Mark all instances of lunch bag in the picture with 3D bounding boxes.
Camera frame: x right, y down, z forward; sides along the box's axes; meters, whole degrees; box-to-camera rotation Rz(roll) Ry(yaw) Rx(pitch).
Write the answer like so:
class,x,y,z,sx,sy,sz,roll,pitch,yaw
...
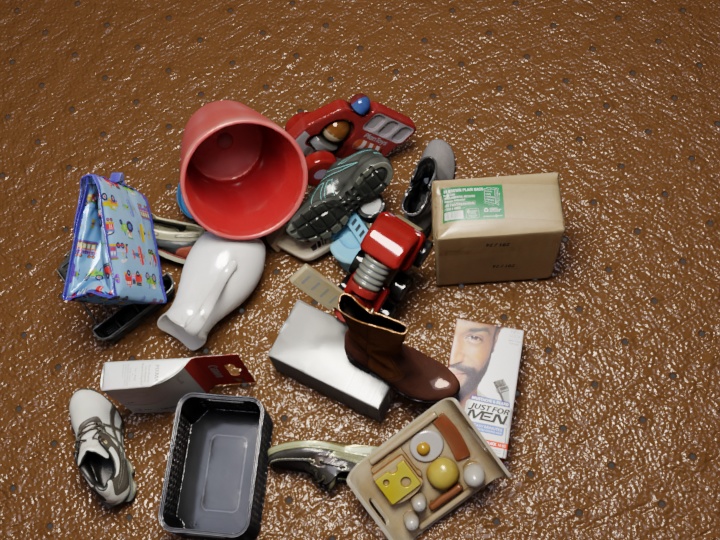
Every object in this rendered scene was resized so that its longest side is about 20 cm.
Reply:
class,x,y,z,sx,sy,sz,roll,pitch,yaw
lunch bag,-0.372,-0.052,1.280,0.093,0.150,0.203,-3,84,16

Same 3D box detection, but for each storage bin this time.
class,x,y,z,sx,sy,sz,roll,pitch,yaw
storage bin,-0.212,0.296,1.250,0.133,0.094,0.203,3,68,5

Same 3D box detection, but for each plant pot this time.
class,x,y,z,sx,sy,sz,roll,pitch,yaw
plant pot,-0.201,-0.176,1.329,0.198,0.202,0.178,-24,35,-7

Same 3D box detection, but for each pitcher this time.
class,x,y,z,sx,sy,sz,roll,pitch,yaw
pitcher,-0.229,0.021,1.328,0.121,0.171,0.201,37,72,-17

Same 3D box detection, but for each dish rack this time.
class,x,y,z,sx,sy,sz,roll,pitch,yaw
dish rack,-0.417,0.012,1.403,0.153,0.055,0.200,-38,69,-13

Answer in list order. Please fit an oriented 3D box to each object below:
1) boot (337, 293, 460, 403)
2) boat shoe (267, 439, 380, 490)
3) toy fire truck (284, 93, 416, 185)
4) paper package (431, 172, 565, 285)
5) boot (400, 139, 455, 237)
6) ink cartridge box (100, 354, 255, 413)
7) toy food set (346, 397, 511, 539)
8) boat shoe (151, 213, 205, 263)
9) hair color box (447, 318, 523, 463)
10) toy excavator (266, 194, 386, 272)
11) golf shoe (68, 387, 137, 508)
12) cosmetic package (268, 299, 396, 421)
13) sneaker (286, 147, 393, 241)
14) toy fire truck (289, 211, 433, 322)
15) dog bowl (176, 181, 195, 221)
class,x,y,z,sx,sy,sz,roll,pitch,yaw
boot,0.059,0.107,1.165,0.187,0.201,0.069,30,69,13
boat shoe,-0.043,0.294,1.250,0.197,0.073,0.066,0,62,4
toy fire truck,-0.022,-0.224,1.393,0.168,0.199,0.113,-40,56,28
paper package,0.212,-0.063,1.320,0.197,0.191,0.105,-4,65,3
boot,0.118,-0.156,1.397,0.069,0.132,0.202,11,68,9
ink cartridge box,-0.271,0.175,1.266,0.197,0.163,0.058,0,68,3
toy food set,0.097,0.296,1.197,0.199,0.060,0.144,-37,97,4
boat shoe,-0.358,-0.072,1.395,0.198,0.063,0.072,19,31,-10
hair color box,0.183,0.186,1.287,0.109,0.064,0.202,9,67,8
toy excavator,-0.037,-0.049,1.390,0.199,0.100,0.195,-34,68,-1
golf shoe,-0.401,0.260,1.277,0.077,0.095,0.201,-29,67,-8
cosmetic package,-0.034,0.141,1.309,0.198,0.090,0.108,25,70,16
sneaker,-0.038,-0.122,1.341,0.199,0.076,0.080,-35,44,5
toy fire truck,0.000,0.000,1.228,0.128,0.200,0.177,33,104,11
dog bowl,-0.217,-0.136,1.455,0.197,0.050,0.113,-12,67,-2
